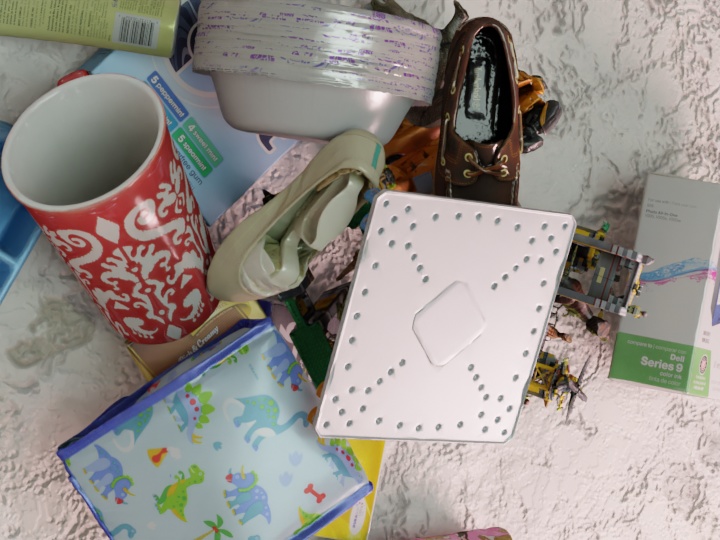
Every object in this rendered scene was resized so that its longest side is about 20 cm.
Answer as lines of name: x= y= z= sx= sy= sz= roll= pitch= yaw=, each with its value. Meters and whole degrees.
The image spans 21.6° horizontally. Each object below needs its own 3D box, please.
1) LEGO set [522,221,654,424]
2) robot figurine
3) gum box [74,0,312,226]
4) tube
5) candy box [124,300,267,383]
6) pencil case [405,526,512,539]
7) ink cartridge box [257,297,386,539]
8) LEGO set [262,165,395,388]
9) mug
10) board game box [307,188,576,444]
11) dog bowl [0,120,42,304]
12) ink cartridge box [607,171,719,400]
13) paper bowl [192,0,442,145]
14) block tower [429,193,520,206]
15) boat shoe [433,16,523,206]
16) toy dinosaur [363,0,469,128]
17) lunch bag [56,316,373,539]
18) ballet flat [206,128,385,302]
LEGO set: x=0.209 y=0.047 z=1.743 sx=0.202 sy=0.115 sz=0.154 roll=-69 pitch=161 yaw=-7
robot figurine: x=0.080 y=-0.125 z=1.679 sx=0.199 sy=0.145 sz=0.059 roll=-33 pitch=126 yaw=-11
gum box: x=-0.117 y=-0.168 z=1.621 sx=0.200 sy=0.044 sz=0.170 roll=-45 pitch=113 yaw=-19
tube: x=-0.245 y=-0.215 z=1.527 sx=0.198 sy=0.052 sz=0.058 roll=9 pitch=48 yaw=-7
candy box: x=-0.102 y=0.116 z=1.612 sx=0.116 sy=0.056 sz=0.201 roll=-33 pitch=94 yaw=-7
pencil case: x=0.054 y=0.287 z=1.735 sx=0.198 sy=0.086 sz=0.084 roll=-5 pitch=77 yaw=-27
ink cartridge box: x=-0.066 y=0.130 z=1.677 sx=0.198 sy=0.047 sz=0.200 roll=12 pitch=89 yaw=-31
LEGO set: x=0.000 y=0.000 z=1.597 sx=0.201 sy=0.153 sz=0.116 roll=56 pitch=25 yaw=-8
mug: x=-0.183 y=-0.058 z=1.521 sx=0.201 sy=0.132 sz=0.179 roll=67 pitch=28 yaw=-50
board game box: x=0.064 y=0.038 z=1.499 sx=0.198 sy=0.026 sz=0.202 roll=5 pitch=107 yaw=-35
dog bowl: x=-0.317 y=-0.027 z=1.521 sx=0.111 sy=0.049 sz=0.201 roll=34 pitch=79 yaw=-27
ink cartridge box: x=0.314 y=0.017 z=1.817 sx=0.145 sy=0.087 sz=0.202 roll=15 pitch=84 yaw=-63
paper bowl: x=-0.037 y=-0.158 z=1.526 sx=0.199 sy=0.200 sz=0.106 roll=6 pitch=92 yaw=-29
block tower: x=0.108 y=-0.043 z=1.671 sx=0.058 sy=0.200 sz=0.054 roll=-35 pitch=78 yaw=13
boat shoe: x=0.095 y=-0.103 z=1.521 sx=0.070 sy=0.070 sz=0.202 roll=-3 pitch=94 yaw=-6
toy dinosaur: x=0.067 y=-0.166 z=1.641 sx=0.102 sy=0.201 sz=0.077 roll=-32 pitch=141 yaw=19
lunch bag: x=-0.120 y=0.159 z=1.519 sx=0.199 sy=0.127 sz=0.171 roll=-35 pitch=96 yaw=-16
ballet flat: x=-0.051 y=-0.028 z=1.482 sx=0.069 sy=0.070 sz=0.200 roll=28 pitch=120 yaw=-27
